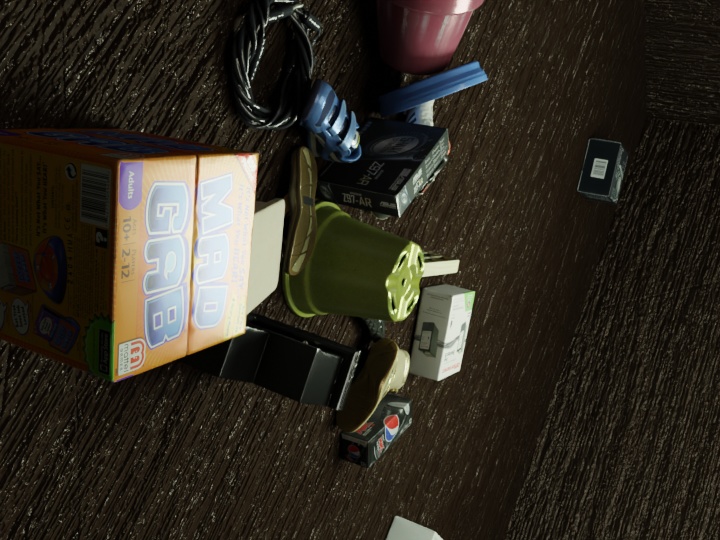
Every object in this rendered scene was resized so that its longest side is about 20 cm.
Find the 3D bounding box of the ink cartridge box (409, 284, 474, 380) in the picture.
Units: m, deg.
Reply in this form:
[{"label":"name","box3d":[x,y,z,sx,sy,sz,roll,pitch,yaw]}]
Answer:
[{"label":"ink cartridge box","box3d":[0.190,0.142,1.851,0.145,0.083,0.203,-7,109,-61]}]

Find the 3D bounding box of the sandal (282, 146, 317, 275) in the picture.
[{"label":"sandal","box3d":[-0.104,-0.092,1.225,0.080,0.053,0.203,21,69,-68]}]

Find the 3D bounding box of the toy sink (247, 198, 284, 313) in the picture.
[{"label":"toy sink","box3d":[-0.180,-0.025,1.015,0.200,0.111,0.132,-52,151,-72]}]

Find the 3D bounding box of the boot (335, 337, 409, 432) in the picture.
[{"label":"boot","box3d":[0.031,0.240,1.609,0.202,0.072,0.155,-63,161,-5]}]

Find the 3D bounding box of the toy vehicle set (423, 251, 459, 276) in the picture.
[{"label":"toy vehicle set","box3d":[0.103,-0.018,1.567,0.199,0.123,0.027,-6,108,-62]}]

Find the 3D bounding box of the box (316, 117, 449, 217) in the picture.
[{"label":"box","box3d":[0.038,-0.179,1.331,0.200,0.159,0.044,-52,144,-37]}]

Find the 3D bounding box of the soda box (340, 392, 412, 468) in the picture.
[{"label":"soda box","box3d":[0.037,0.332,1.662,0.200,0.070,0.064,-32,126,-54]}]

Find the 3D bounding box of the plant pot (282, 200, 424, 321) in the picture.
[{"label":"plant pot","box3d":[0.000,0.000,1.315,0.200,0.182,0.203,-36,132,-52]}]

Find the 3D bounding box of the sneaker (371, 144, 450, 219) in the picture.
[{"label":"sneaker","box3d":[0.084,-0.161,1.429,0.200,0.077,0.082,-49,-157,27]}]

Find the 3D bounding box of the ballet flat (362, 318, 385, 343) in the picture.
[{"label":"ballet flat","box3d":[0.015,0.086,1.549,0.201,0.056,0.067,70,15,-55]}]

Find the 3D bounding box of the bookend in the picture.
[{"label":"bookend","box3d":[-0.136,0.113,1.092,0.200,0.197,0.093,27,81,-61]}]

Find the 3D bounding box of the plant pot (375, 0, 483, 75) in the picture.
[{"label":"plant pot","box3d":[0.105,-0.439,1.325,0.200,0.198,0.180,-48,157,-42]}]

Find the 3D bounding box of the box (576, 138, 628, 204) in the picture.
[{"label":"box","box3d":[0.901,-0.365,2.933,0.196,0.123,0.203,8,95,-65]}]

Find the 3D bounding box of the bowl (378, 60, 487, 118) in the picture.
[{"label":"bowl","box3d":[0.125,-0.322,1.399,0.200,0.199,0.040,-34,108,-52]}]

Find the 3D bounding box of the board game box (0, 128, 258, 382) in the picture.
[{"label":"board game box","box3d":[-0.247,-0.032,0.809,0.199,0.198,0.203,-19,118,-59]}]

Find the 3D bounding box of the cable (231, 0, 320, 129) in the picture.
[{"label":"cable","box3d":[-0.118,-0.292,1.098,0.202,0.050,0.163,-68,153,-13]}]

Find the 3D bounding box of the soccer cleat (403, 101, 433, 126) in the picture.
[{"label":"soccer cleat","box3d":[0.115,-0.274,1.513,0.201,0.084,0.069,-62,149,-26]}]

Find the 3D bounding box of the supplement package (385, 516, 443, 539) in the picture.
[{"label":"supplement package","box3d":[0.111,0.729,1.939,0.202,0.116,0.117,-65,150,-21]}]

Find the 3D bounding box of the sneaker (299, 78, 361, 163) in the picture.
[{"label":"sneaker","box3d":[-0.041,-0.223,1.199,0.200,0.081,0.075,66,48,-75]}]
